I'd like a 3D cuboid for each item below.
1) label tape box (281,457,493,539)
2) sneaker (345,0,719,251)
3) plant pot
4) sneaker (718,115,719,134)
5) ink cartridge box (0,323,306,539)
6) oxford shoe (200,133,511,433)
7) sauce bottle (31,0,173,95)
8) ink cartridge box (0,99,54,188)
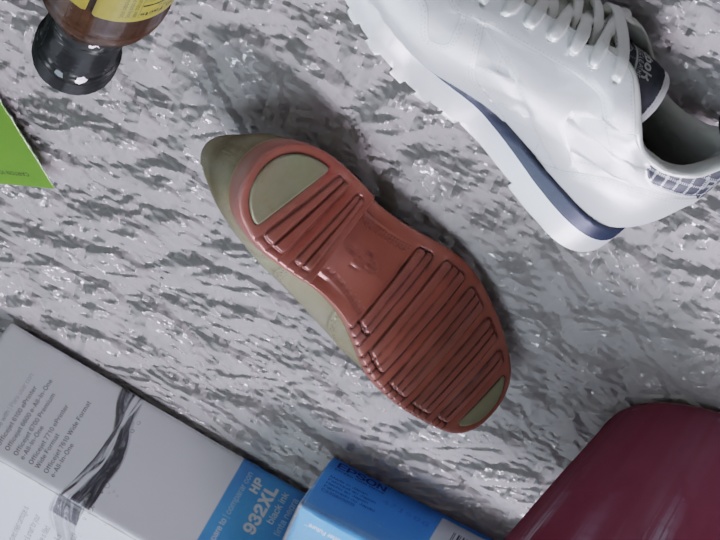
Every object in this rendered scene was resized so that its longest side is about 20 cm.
[{"bbox_3d":[0.004,0.223,1.647,0.143,0.066,0.200,26,119,5],"label":"label tape box"},{"bbox_3d":[0.069,-0.094,1.213,0.080,0.076,0.200,-22,127,41],"label":"sneaker"},{"bbox_3d":[0.138,0.170,1.426,0.200,0.179,0.200,22,150,14],"label":"plant pot"},{"bbox_3d":[0.177,-0.055,1.157,0.088,0.076,0.200,18,147,20],"label":"sneaker"},{"bbox_3d":[-0.147,0.136,1.719,0.200,0.084,0.145,30,150,-1],"label":"ink cartridge box"},{"bbox_3d":[0.000,0.000,1.425,0.200,0.071,0.074,50,170,-31],"label":"oxford shoe"},{"bbox_3d":[-0.104,-0.138,1.289,0.065,0.065,0.200,32,150,-4],"label":"sauce bottle"},{"bbox_3d":[-0.264,-0.090,1.490,0.148,0.076,0.200,5,140,37],"label":"ink cartridge box"}]
